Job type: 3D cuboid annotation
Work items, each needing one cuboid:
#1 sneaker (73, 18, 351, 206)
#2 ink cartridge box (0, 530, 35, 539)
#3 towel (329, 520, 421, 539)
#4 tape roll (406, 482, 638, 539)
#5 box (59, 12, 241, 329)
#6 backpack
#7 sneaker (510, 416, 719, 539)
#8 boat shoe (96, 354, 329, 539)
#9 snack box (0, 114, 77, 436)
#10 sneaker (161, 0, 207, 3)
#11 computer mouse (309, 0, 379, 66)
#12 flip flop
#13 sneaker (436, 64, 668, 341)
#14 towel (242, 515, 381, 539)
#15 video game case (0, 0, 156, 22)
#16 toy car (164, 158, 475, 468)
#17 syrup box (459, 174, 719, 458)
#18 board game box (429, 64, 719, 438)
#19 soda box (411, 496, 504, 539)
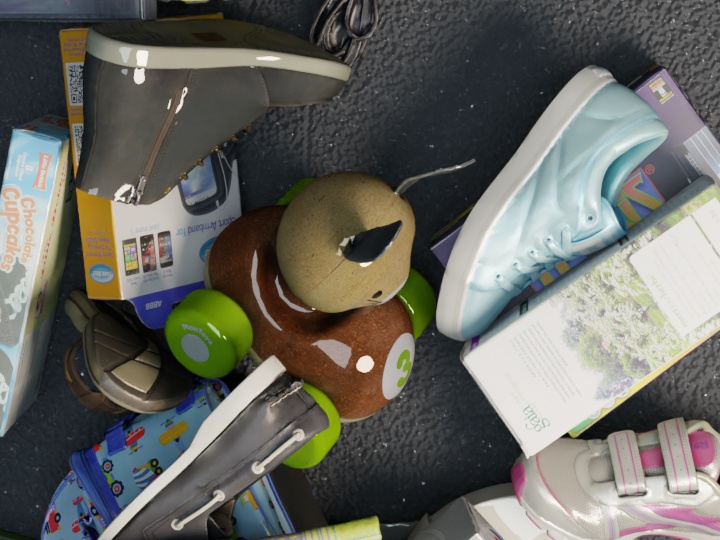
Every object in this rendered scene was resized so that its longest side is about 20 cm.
[{"bbox_3d":[-0.099,-0.101,1.405,0.199,0.075,0.107,-2,114,-38],"label":"sneaker"},{"bbox_3d":[-0.317,0.275,1.533,0.146,0.076,0.202,15,98,0],"label":"ink cartridge box"},{"bbox_3d":[0.025,0.272,1.538,0.191,0.035,0.202,-7,98,4],"label":"towel"},{"bbox_3d":[0.112,0.246,1.505,0.201,0.037,0.205,0,100,-1],"label":"tape roll"},{"bbox_3d":[-0.135,-0.066,1.456,0.041,0.119,0.202,5,102,42],"label":"box"},{"bbox_3d":[-0.132,0.183,1.473,0.199,0.134,0.184,-27,77,14],"label":"backpack"},{"bbox_3d":[0.196,0.135,1.454,0.198,0.082,0.088,5,139,-22],"label":"sneaker"},{"bbox_3d":[-0.099,0.142,1.360,0.060,0.074,0.200,44,100,5],"label":"boat shoe"},{"bbox_3d":[-0.225,0.000,1.467,0.037,0.116,0.202,13,99,1],"label":"snack box"},{"bbox_3d":[-0.049,-0.221,1.399,0.198,0.075,0.085,-8,106,-1],"label":"sneaker"},{"bbox_3d":[-0.073,-0.227,1.462,0.198,0.053,0.139,20,105,-9],"label":"computer mouse"},{"bbox_3d":[-0.165,0.061,1.433,0.081,0.200,0.058,33,92,-21],"label":"flip flop"},{"bbox_3d":[0.124,-0.030,1.403,0.082,0.074,0.201,35,99,25],"label":"sneaker"},{"bbox_3d":[-0.078,0.217,1.367,0.198,0.023,0.145,-8,129,1],"label":"towel"},{"bbox_3d":[-0.216,-0.235,1.431,0.199,0.019,0.144,5,100,35],"label":"video game case"},{"bbox_3d":[0.000,0.000,1.389,0.158,0.164,0.200,45,138,-4],"label":"toy car"},{"bbox_3d":[0.166,0.029,1.415,0.199,0.081,0.079,-35,93,8],"label":"syrup box"},{"bbox_3d":[0.173,-0.013,1.478,0.199,0.057,0.166,-38,96,7],"label":"board game box"},{"bbox_3d":[0.020,0.246,1.450,0.200,0.063,0.068,-41,107,7],"label":"soda box"}]
